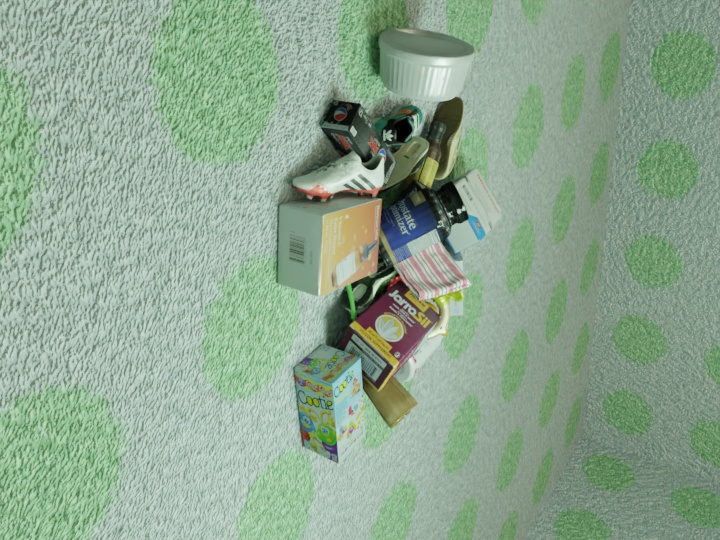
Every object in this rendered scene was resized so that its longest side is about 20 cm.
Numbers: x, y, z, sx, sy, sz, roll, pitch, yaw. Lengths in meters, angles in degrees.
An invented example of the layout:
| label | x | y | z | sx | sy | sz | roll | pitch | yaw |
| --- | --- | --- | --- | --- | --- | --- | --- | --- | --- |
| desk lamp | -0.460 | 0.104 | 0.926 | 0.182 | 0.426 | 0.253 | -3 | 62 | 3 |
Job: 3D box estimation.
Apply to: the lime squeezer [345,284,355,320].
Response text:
| label | x | y | z | sx | sy | sz | roll | pitch | yaw |
| --- | --- | --- | --- | --- | --- | --- | --- | --- | --- |
| lime squeezer | 0.000 | 0.000 | 1.507 | 0.038 | 0.069 | 0.203 | 81 | 32 | -64 |

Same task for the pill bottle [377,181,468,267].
| label | x | y | z | sx | sy | sz | roll | pitch | yaw |
| --- | --- | --- | --- | --- | --- | --- | --- | --- | --- |
| pill bottle | 0.118 | -0.099 | 1.466 | 0.197 | 0.113 | 0.112 | -28 | 140 | 4 |

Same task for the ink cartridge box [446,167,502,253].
| label | x | y | z | sx | sy | sz | roll | pitch | yaw |
| --- | --- | --- | --- | --- | --- | --- | --- | --- | --- |
| ink cartridge box | 0.264 | -0.153 | 1.780 | 0.148 | 0.083 | 0.200 | 59 | 33 | -5 |

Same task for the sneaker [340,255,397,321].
| label | x | y | z | sx | sy | sz | roll | pitch | yaw |
| --- | --- | --- | --- | --- | --- | --- | --- | --- | --- |
| sneaker | 0.027 | 0.039 | 1.582 | 0.200 | 0.076 | 0.090 | -45 | 149 | -31 |

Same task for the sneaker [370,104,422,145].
| label | x | y | z | sx | sy | sz | roll | pitch | yaw |
| --- | --- | --- | --- | --- | --- | --- | --- | --- | --- |
| sneaker | 0.092 | -0.305 | 1.520 | 0.199 | 0.078 | 0.073 | -35 | 131 | -48 |

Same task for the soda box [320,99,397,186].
| label | x | y | z | sx | sy | sz | roll | pitch | yaw |
| --- | --- | --- | --- | --- | --- | --- | --- | --- | --- |
| soda box | 0.000 | -0.247 | 1.403 | 0.065 | 0.069 | 0.200 | -66 | 148 | -16 |

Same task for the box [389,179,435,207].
| label | x | y | z | sx | sy | sz | roll | pitch | yaw |
| --- | --- | --- | --- | --- | --- | --- | --- | --- | --- |
| box | 0.123 | -0.111 | 1.613 | 0.161 | 0.045 | 0.199 | -47 | 153 | 16 |

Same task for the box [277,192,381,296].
| label | x | y | z | sx | sy | sz | roll | pitch | yaw |
| --- | --- | --- | --- | --- | --- | --- | --- | --- | --- |
| box | -0.057 | -0.058 | 1.356 | 0.198 | 0.104 | 0.156 | -23 | 121 | -53 |

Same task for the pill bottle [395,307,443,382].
| label | x | y | z | sx | sy | sz | roll | pitch | yaw |
| --- | --- | --- | --- | --- | --- | --- | --- | --- | --- |
| pill bottle | 0.130 | 0.174 | 1.749 | 0.199 | 0.111 | 0.116 | -38 | 133 | -45 |

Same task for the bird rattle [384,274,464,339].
| label | x | y | z | sx | sy | sz | roll | pitch | yaw |
| --- | --- | --- | --- | --- | --- | --- | --- | --- | --- |
| bird rattle | 0.145 | 0.079 | 1.665 | 0.195 | 0.112 | 0.168 | -1 | 89 | -21 |

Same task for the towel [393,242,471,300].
| label | x | y | z | sx | sy | sz | roll | pitch | yaw |
| --- | --- | --- | --- | --- | --- | --- | --- | --- | --- |
| towel | 0.154 | -0.010 | 1.597 | 0.197 | 0.148 | 0.030 | -11 | 149 | -45 |

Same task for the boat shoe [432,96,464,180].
| label | x | y | z | sx | sy | sz | roll | pitch | yaw |
| --- | --- | --- | --- | --- | --- | --- | --- | --- | --- |
| boat shoe | 0.206 | -0.317 | 1.725 | 0.066 | 0.072 | 0.205 | 24 | 83 | -71 |

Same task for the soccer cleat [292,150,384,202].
| label | x | y | z | sx | sy | sz | roll | pitch | yaw |
| --- | --- | --- | --- | --- | --- | --- | --- | --- | --- |
| soccer cleat | -0.038 | -0.181 | 1.331 | 0.196 | 0.069 | 0.087 | -6 | 121 | -32 |

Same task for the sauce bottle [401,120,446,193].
| label | x | y | z | sx | sy | sz | roll | pitch | yaw |
| --- | --- | --- | --- | --- | --- | --- | --- | --- | --- |
| sauce bottle | 0.152 | -0.248 | 1.659 | 0.065 | 0.064 | 0.204 | 35 | 73 | -57 |

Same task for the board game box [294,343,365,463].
| label | x | y | z | sx | sy | sz | roll | pitch | yaw |
| --- | --- | --- | --- | --- | --- | --- | --- | --- | --- |
| board game box | -0.062 | 0.277 | 1.488 | 0.104 | 0.101 | 0.205 | -35 | 131 | -46 |

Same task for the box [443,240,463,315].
| label | x | y | z | sx | sy | sz | roll | pitch | yaw |
| --- | --- | --- | --- | --- | --- | --- | --- | --- | --- |
| box | 0.238 | -0.004 | 1.831 | 0.201 | 0.040 | 0.159 | -88 | 174 | -60 |

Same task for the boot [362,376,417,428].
| label | x | y | z | sx | sy | sz | roll | pitch | yaw |
| --- | --- | --- | --- | --- | --- | --- | --- | --- | --- |
| boot | 0.053 | 0.226 | 1.567 | 0.174 | 0.200 | 0.067 | -30 | 160 | -41 |

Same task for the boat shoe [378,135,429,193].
| label | x | y | z | sx | sy | sz | roll | pitch | yaw |
| --- | --- | --- | --- | --- | --- | --- | --- | --- | --- |
| boat shoe | 0.081 | -0.218 | 1.555 | 0.200 | 0.071 | 0.068 | -43 | 161 | -35 |

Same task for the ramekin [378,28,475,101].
| label | x | y | z | sx | sy | sz | roll | pitch | yaw |
| --- | --- | --- | --- | --- | --- | --- | --- | --- | --- |
| ramekin | 0.128 | -0.414 | 1.437 | 0.201 | 0.199 | 0.096 | -34 | 142 | -47 |

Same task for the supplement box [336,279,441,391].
| label | x | y | z | sx | sy | sz | roll | pitch | yaw |
| --- | --- | --- | --- | --- | --- | --- | --- | --- | --- |
| supplement box | 0.062 | 0.137 | 1.527 | 0.199 | 0.130 | 0.104 | -40 | 165 | -43 |
